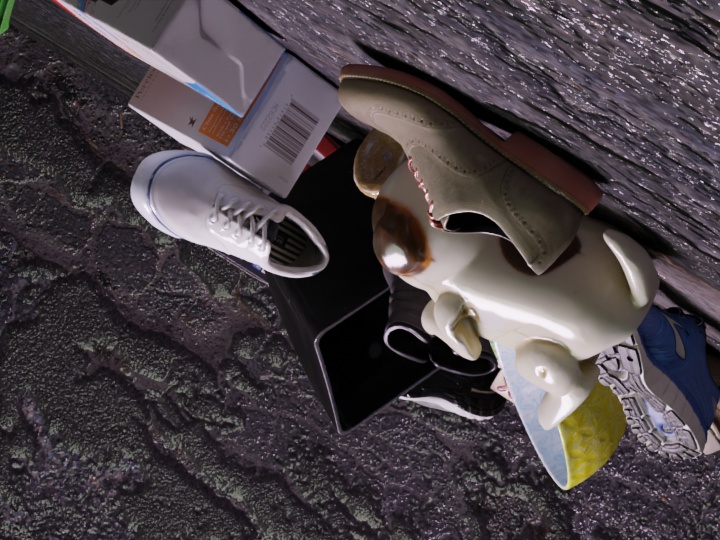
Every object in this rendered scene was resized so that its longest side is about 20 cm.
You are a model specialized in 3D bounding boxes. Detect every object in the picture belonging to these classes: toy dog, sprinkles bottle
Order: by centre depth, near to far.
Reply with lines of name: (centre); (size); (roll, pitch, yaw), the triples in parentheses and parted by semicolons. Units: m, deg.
toy dog: (0.097, -0.003, 1.164); (0.199, 0.140, 0.194); (32, 165, -1)
sprinkles bottle: (0.079, -0.047, 1.321); (0.199, 0.069, 0.068); (34, 177, -41)

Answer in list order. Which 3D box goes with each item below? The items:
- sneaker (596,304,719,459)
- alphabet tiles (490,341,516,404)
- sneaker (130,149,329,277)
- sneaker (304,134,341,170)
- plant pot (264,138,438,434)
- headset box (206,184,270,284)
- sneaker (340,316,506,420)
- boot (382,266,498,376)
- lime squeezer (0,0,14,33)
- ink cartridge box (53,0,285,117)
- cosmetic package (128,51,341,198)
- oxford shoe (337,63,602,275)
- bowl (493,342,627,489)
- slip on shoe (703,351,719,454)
sneaker: (0.228, 0.056, 1.343); (0.078, 0.089, 0.201); (-10, 123, 48)
alphabet tiles: (0.205, 0.084, 1.636); (0.165, 0.006, 0.201); (32, 136, 6)
sneaker: (-0.099, -0.046, 1.346); (0.070, 0.074, 0.199); (17, 178, 42)
sneaker: (0.018, -0.071, 1.791); (0.201, 0.078, 0.115); (52, -163, 23)
plant pot: (0.000, 0.000, 1.585); (0.178, 0.199, 0.200); (48, 165, 29)
headset box: (-0.125, -0.093, 1.983); (0.092, 0.175, 0.200); (32, 178, -20)
sneaker: (0.056, 0.107, 1.710); (0.199, 0.075, 0.079); (25, 162, -29)
boot: (0.106, 0.035, 1.419); (0.197, 0.070, 0.133); (8, -130, -16)
lime squeezer: (-0.269, -0.275, 1.260); (0.038, 0.070, 0.201); (52, 158, 29)
ink cartridge box: (-0.166, -0.203, 1.291); (0.199, 0.068, 0.116); (31, 178, 41)
cosmetic package: (-0.109, -0.144, 1.405); (0.071, 0.102, 0.199); (33, 177, -36)
oxford shoe: (0.053, -0.068, 1.042); (0.199, 0.075, 0.070); (32, 180, 31)
bowl: (0.203, 0.092, 1.545); (0.200, 0.107, 0.202); (160, 90, -85)
slip on shoe: (0.307, 0.094, 1.534); (0.201, 0.060, 0.076); (53, -162, -33)
